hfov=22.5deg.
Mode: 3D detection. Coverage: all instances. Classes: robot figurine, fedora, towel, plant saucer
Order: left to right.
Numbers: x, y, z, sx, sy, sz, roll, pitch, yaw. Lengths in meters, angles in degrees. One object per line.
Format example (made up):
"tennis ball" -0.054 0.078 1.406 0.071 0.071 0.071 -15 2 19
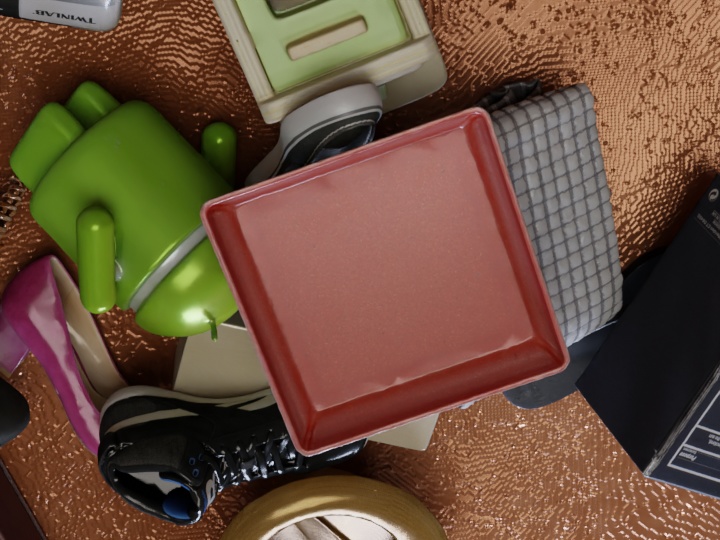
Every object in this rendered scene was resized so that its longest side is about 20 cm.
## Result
"robot figurine" -0.150 -0.037 1.273 0.200 0.175 0.116 46 128 2
"fedora" -0.027 0.213 1.418 0.199 0.082 0.201 -7 129 -8
"plant saucer" 0.018 0.005 1.216 0.199 0.037 0.201 -19 112 5
"towel" 0.094 -0.026 1.303 0.165 0.085 0.201 -26 117 -25

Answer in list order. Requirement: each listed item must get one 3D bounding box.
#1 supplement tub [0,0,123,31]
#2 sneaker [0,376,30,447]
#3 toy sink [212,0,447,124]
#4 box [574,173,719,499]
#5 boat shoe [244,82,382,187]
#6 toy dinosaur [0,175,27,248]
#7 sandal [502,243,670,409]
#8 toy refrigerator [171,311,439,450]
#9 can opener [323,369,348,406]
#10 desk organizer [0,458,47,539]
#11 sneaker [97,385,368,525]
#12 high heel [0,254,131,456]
"supplement tub" -0.250 -0.232 1.195 0.199 0.123 0.123 7 112 -8
"sneaker" -0.305 0.068 1.287 0.091 0.076 0.200 -38 137 21
"toy sink" -0.025 -0.178 1.242 0.130 0.112 0.201 -20 113 5
"box" 0.301 0.063 1.340 0.199 0.123 0.199 20 111 -34
"boat shoe" -0.027 -0.071 1.254 0.068 0.200 0.057 -17 79 -23
"toy dinosaur" -0.329 -0.009 1.317 0.200 0.102 0.136 -46 126 -5
"sandal" 0.199 0.050 1.395 0.200 0.043 0.076 -34 112 10
"toy refrigerator" -0.037 0.069 1.372 0.199 0.070 0.076 12 119 -9
"can opener" 0.000 0.000 1.304 0.053 0.067 0.201 10 86 -8
"desk organizer" -0.300 0.198 1.399 0.071 0.077 0.201 -22 113 5
"sneaker" -0.090 0.141 1.305 0.199 0.112 0.073 2 120 -5
"high heel" -0.188 0.076 1.363 0.200 0.067 0.096 41 115 -5
